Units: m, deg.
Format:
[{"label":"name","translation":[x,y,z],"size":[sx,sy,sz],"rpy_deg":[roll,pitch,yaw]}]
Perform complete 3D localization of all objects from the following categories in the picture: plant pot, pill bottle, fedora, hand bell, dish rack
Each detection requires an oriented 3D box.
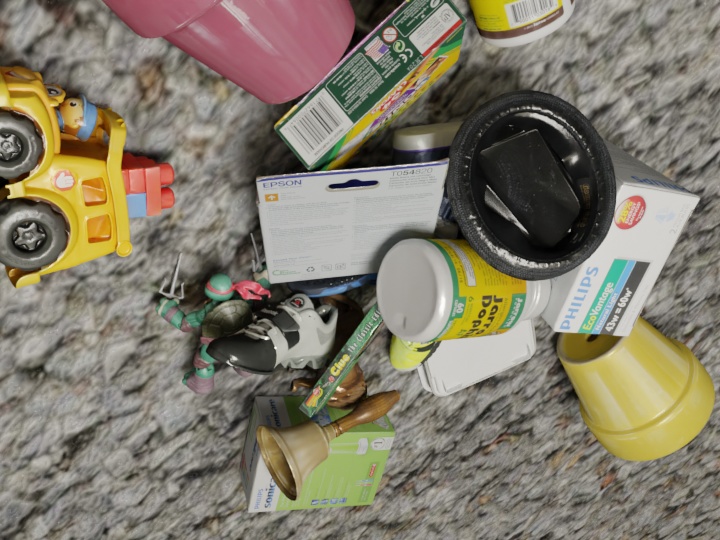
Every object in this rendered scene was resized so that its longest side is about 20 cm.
[{"label":"plant pot","translation":[-0.104,-0.258,0.614],"size":[0.200,0.201,0.179],"rpy_deg":[-42,133,9]},{"label":"pill bottle","translation":[0.148,-0.344,0.701],"size":[0.108,0.110,0.201],"rpy_deg":[-28,126,-1]},{"label":"fedora","translation":[0.179,-0.091,0.758],"size":[0.197,0.092,0.204],"rpy_deg":[0,93,-4]},{"label":"hand bell","translation":[-0.028,0.208,0.915],"size":[0.198,0.104,0.105],"rpy_deg":[-25,128,-28]},{"label":"plant pot","translation":[0.410,0.157,1.067],"size":[0.200,0.201,0.189],"rpy_deg":[-41,109,8]},{"label":"pill bottle","translation":[0.125,0.021,0.789],"size":[0.198,0.113,0.114],"rpy_deg":[0,122,-39]},{"label":"dish rack","translation":[0.177,0.104,1.028],"size":[0.198,0.044,0.173],"rpy_deg":[-22,125,-6]}]

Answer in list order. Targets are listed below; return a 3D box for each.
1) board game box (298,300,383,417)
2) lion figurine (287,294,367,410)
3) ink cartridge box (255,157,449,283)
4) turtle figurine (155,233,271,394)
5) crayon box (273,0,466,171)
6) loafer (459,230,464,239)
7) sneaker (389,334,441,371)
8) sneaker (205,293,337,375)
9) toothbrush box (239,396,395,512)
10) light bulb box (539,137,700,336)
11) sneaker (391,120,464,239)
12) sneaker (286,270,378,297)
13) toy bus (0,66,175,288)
[{"label":"board game box","translation":[-0.002,0.092,0.857],"size":[0.023,0.105,0.201],"rpy_deg":[36,88,5]},{"label":"lion figurine","translation":[-0.030,0.107,0.934],"size":[0.121,0.073,0.202],"rpy_deg":[5,119,-19]},{"label":"ink cartridge box","translation":[-0.012,-0.061,0.748],"size":[0.196,0.041,0.201],"rpy_deg":[-5,149,-7]},{"label":"turtle figurine","translation":[-0.174,0.057,0.841],"size":[0.147,0.101,0.202],"rpy_deg":[-6,128,-17]},{"label":"crayon box","translation":[0.016,-0.187,0.712],"size":[0.200,0.173,0.058],"rpy_deg":[-42,89,8]},{"label":"loafer","translation":[0.162,-0.020,0.930],"size":[0.062,0.072,0.203],"rpy_deg":[-5,116,-31]},{"label":"sneaker","translation":[0.080,0.059,0.924],"size":[0.076,0.075,0.202],"rpy_deg":[-10,136,-44]},{"label":"sneaker","translation":[-0.096,0.068,0.795],"size":[0.199,0.073,0.090],"rpy_deg":[3,107,-58]},{"label":"toothbrush box","translation":[-0.066,0.269,1.013],"size":[0.197,0.086,0.147],"rpy_deg":[3,118,-23]},{"label":"light bulb box","translation":[0.280,-0.055,0.871],"size":[0.123,0.201,0.201],"rpy_deg":[5,119,-22]},{"label":"sneaker","translation":[0.131,-0.105,0.848],"size":[0.197,0.081,0.149],"rpy_deg":[-6,111,-9]},{"label":"sneaker","translation":[0.000,0.000,0.876],"size":[0.198,0.066,0.079],"rpy_deg":[-21,148,-19]},{"label":"toy bus","translation":[-0.286,-0.106,0.686],"size":[0.190,0.136,0.203],"rpy_deg":[-14,122,-28]}]
